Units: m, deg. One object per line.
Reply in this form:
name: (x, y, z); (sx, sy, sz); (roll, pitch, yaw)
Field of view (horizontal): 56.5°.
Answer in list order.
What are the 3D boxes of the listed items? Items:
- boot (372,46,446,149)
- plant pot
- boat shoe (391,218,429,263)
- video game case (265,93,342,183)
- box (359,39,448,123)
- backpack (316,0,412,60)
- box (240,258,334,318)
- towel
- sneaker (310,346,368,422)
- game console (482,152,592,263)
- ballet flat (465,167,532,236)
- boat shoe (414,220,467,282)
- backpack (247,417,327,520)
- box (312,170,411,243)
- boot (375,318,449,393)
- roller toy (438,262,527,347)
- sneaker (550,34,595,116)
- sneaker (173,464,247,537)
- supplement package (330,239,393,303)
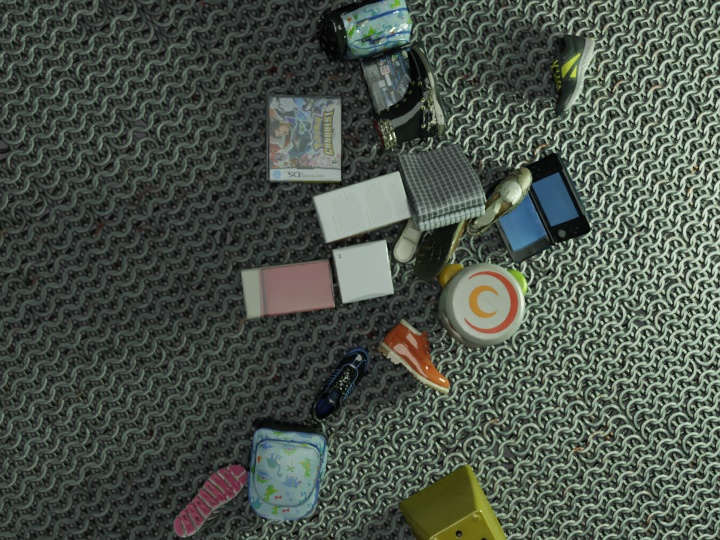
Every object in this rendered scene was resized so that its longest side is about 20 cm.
boot: (0.096, -0.383, 1.502); (0.152, 0.073, 0.207); (-18, 93, -1)
plant pot: (0.225, 0.603, 1.526); (0.198, 0.176, 0.202); (-28, 93, -2)
boat shoe: (0.132, -0.106, 1.572); (0.066, 0.057, 0.202); (33, 84, -6)
video game case: (-0.131, -0.306, 1.558); (0.178, 0.026, 0.204); (0, 91, -4)
box: (0.100, -0.413, 1.561); (0.157, 0.046, 0.203); (-19, 92, -3)
backpack: (0.018, -0.547, 1.508); (0.199, 0.163, 0.155); (-36, 102, -9)
box: (-0.161, 0.038, 1.512); (0.197, 0.128, 0.111); (-7, 93, -3)
towel: (0.175, -0.195, 1.504); (0.163, 0.086, 0.202); (-17, 52, -2)
sneaker: (-0.045, 0.269, 1.549); (0.070, 0.078, 0.201); (35, 89, -4)
game console: (0.408, -0.141, 1.553); (0.118, 0.170, 0.202); (-29, 94, -35)
ballet flat: (0.316, -0.149, 1.533); (0.068, 0.075, 0.200); (44, 112, -1)
boat shoe: (0.196, -0.064, 1.555); (0.075, 0.074, 0.202); (32, 97, 26)
backpack: (-0.169, 0.457, 1.512); (0.180, 0.147, 0.204); (7, 93, -2)
box: (-0.001, -0.137, 1.507); (0.197, 0.152, 0.108); (-17, 93, -2)
boot: (0.144, 0.202, 1.566); (0.199, 0.075, 0.108); (39, 84, -3)
roller toy: (0.271, 0.082, 1.536); (0.197, 0.140, 0.185); (10, 80, -2)
sneaker: (0.483, -0.462, 1.579); (0.083, 0.075, 0.203); (19, 81, 2)
sneaker: (-0.342, 0.531, 1.543); (0.074, 0.088, 0.200); (40, 66, 13)
supplement package: (0.000, 0.000, 1.486); (0.115, 0.200, 0.119); (-10, 92, -3)
